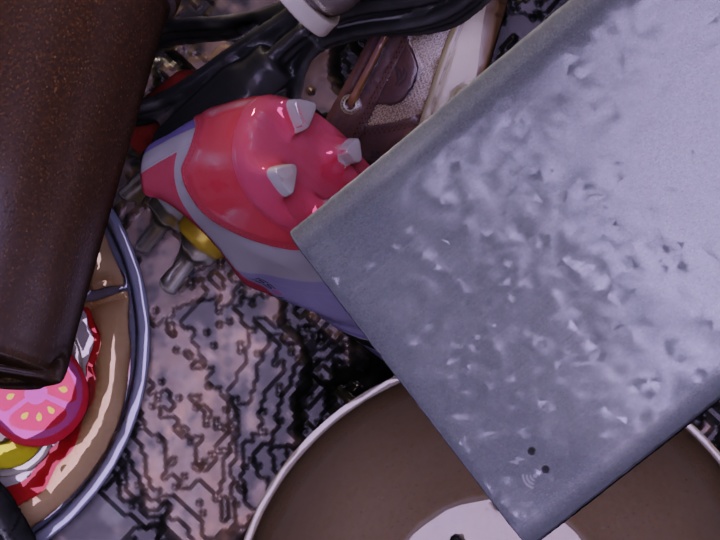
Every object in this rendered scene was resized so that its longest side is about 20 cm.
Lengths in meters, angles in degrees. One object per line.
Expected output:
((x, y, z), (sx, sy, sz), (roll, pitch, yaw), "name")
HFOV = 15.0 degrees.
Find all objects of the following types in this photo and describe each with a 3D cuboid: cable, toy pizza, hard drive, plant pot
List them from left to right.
((-0.185, 0.028, 1.104), (0.199, 0.032, 0.201), (0, 86, 1), "toy pizza")
((-0.166, -0.067, 1.016), (0.199, 0.200, 0.199), (10, 81, 2), "plant pot")
((-0.029, -0.085, 1.081), (0.200, 0.050, 0.097), (-38, 62, 13), "cable")
((0.054, 0.133, 1.043), (0.199, 0.134, 0.201), (0, 87, 1), "plant pot")
((0.095, -0.021, 0.949), (0.200, 0.033, 0.140), (-39, 82, 10), "hard drive")

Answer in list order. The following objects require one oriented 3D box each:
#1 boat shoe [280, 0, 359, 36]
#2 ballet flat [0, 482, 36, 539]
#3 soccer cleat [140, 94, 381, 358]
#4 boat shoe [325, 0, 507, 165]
((-0.013, -0.167, 1.043), (0.059, 0.200, 0.072), (-28, 127, 19), "boat shoe")
((-0.147, 0.141, 1.061), (0.066, 0.057, 0.201), (-25, 86, -1), "ballet flat")
((0.000, 0.000, 1.062), (0.200, 0.076, 0.067), (40, 56, -37), "soccer cleat")
((0.030, -0.136, 1.094), (0.072, 0.072, 0.201), (16, 94, 2), "boat shoe")
